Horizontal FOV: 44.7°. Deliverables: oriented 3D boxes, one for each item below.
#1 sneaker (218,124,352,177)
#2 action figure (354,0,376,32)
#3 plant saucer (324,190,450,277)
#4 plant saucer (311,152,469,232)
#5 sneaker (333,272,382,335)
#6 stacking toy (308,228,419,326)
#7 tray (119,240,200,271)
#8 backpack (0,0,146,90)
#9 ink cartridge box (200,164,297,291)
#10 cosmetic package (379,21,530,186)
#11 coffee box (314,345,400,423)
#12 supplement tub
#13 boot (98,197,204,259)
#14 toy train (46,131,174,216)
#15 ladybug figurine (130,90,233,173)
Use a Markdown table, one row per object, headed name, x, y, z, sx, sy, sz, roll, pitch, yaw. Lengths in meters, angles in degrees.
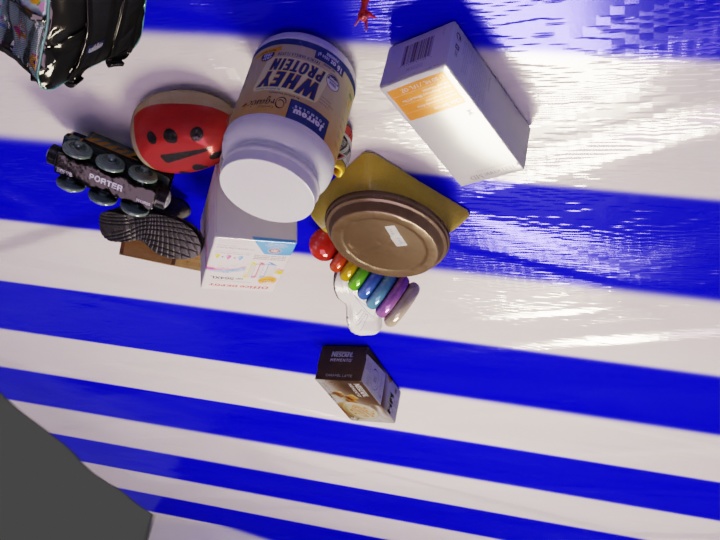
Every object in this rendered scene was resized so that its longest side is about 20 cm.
| name | x | y | z | sx | sy | sz | roll | pitch | yaw |
| --- | --- | --- | --- | --- | --- | --- | --- | --- | --- |
| sneaker | -0.108 | -0.156 | 1.219 | 0.195 | 0.084 | 0.078 | -9 | 149 | 15 |
| action figure | -0.031 | -0.333 | 0.924 | 0.196 | 0.101 | 0.065 | 20 | 151 | -13 |
| plant saucer | 0.038 | -0.049 | 1.324 | 0.195 | 0.030 | 0.202 | 11 | 148 | 7 |
| plant saucer | 0.035 | -0.076 | 1.355 | 0.197 | 0.049 | 0.199 | 27 | 147 | -21 |
| sneaker | 0.013 | 0.055 | 1.557 | 0.085 | 0.076 | 0.201 | -1 | 147 | 16 |
| stacking toy | 0.000 | 0.000 | 1.447 | 0.199 | 0.086 | 0.085 | 39 | 147 | -1 |
| tray | -0.334 | -0.028 | 1.523 | 0.096 | 0.038 | 0.200 | 11 | 178 | 7 |
| backpack | -0.321 | -0.332 | 0.974 | 0.153 | 0.175 | 0.201 | 45 | 136 | 6 |
| ink cartridge box | -0.181 | -0.056 | 1.378 | 0.125 | 0.128 | 0.201 | 4 | 152 | -16 |
| cosmetic package | 0.122 | -0.201 | 1.091 | 0.100 | 0.073 | 0.200 | -12 | 141 | 37 |
| coffee box | -0.002 | 0.243 | 1.856 | 0.112 | 0.081 | 0.201 | -1 | 146 | 25 |
| supplement tub | -0.091 | -0.178 | 1.093 | 0.141 | 0.204 | 0.145 | 10 | 150 | 6 |
| boot | -0.312 | -0.083 | 1.420 | 0.196 | 0.131 | 0.071 | 17 | 116 | 20 |
| toy train | -0.378 | -0.153 | 1.349 | 0.196 | 0.115 | 0.087 | 21 | 118 | -4 |
| ladybug figurine | -0.257 | -0.194 | 1.268 | 0.197 | 0.073 | 0.136 | -9 | 142 | 34 |
